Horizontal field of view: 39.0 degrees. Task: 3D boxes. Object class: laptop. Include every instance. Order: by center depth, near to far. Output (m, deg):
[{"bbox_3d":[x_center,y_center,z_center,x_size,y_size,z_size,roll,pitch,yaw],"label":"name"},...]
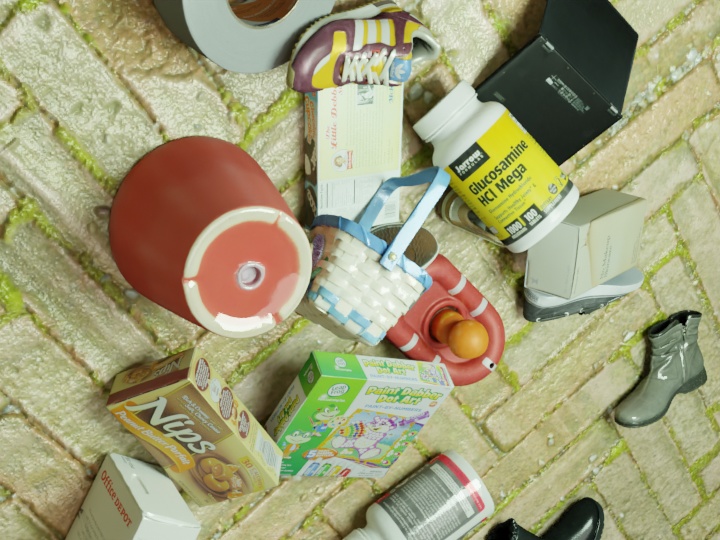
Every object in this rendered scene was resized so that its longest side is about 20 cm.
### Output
[{"bbox_3d":[0.253,-0.264,1.326,0.200,0.116,0.187,-39,128,24],"label":"laptop"}]

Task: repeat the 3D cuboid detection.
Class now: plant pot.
[{"bbox_3d":[-0.150,-0.025,1.087,0.199,0.177,0.202,-12,116,-26],"label":"plant pot"}]

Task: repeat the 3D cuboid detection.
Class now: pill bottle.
[{"bbox_3d":[0.160,-0.128,1.228,0.112,0.112,0.200,-44,95,-7],"label":"pill bottle"},{"bbox_3d":[0.078,0.348,1.409,0.199,0.111,0.111,-34,122,-15],"label":"pill bottle"}]

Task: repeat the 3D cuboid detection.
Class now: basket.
[{"bbox_3d":[0.014,-0.024,1.122,0.139,0.176,0.201,39,77,-13],"label":"basket"}]

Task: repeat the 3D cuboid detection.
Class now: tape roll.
[{"bbox_3d":[-0.112,-0.307,1.030,0.199,0.066,0.201,-27,136,-30],"label":"tape roll"}]

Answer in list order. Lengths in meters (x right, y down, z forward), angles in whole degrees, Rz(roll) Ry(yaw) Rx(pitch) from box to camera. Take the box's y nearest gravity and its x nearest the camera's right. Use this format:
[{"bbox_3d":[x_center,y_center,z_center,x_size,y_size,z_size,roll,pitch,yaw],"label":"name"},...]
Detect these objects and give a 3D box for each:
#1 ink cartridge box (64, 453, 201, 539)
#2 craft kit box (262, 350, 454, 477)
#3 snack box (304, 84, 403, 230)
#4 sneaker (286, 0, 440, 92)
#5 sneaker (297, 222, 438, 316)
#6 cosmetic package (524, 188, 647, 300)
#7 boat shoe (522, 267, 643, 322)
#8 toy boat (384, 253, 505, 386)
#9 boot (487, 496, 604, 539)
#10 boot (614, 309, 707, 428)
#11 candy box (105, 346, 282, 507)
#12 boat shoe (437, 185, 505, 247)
[{"bbox_3d":[-0.280,0.337,1.175,0.082,0.146,0.201,23,97,-35],"label":"ink cartridge box"},{"bbox_3d":[-0.012,0.187,1.285,0.199,0.049,0.198,8,128,-32],"label":"craft kit box"},{"bbox_3d":[-0.008,-0.148,1.203,0.115,0.037,0.202,-11,115,-28],"label":"snack box"},{"bbox_3d":[0.007,-0.234,1.105,0.200,0.090,0.075,-37,156,-37],"label":"sneaker"},{"bbox_3d":[0.000,0.000,1.252,0.199,0.085,0.073,-21,78,-21],"label":"sneaker"},{"bbox_3d":[0.305,-0.039,1.367,0.199,0.073,0.104,-22,122,-48],"label":"cosmetic package"},{"bbox_3d":[0.315,0.036,1.452,0.199,0.070,0.067,-13,133,-29],"label":"boat shoe"},{"bbox_3d":[0.118,0.076,1.310,0.131,0.131,0.200,-50,125,-3],"label":"toy boat"},{"bbox_3d":[0.276,0.424,1.582,0.162,0.073,0.199,29,94,-32],"label":"boot"},{"bbox_3d":[0.461,0.148,1.586,0.199,0.068,0.131,-29,117,-26],"label":"boot"},{"bbox_3d":[-0.190,0.188,1.192,0.115,0.055,0.201,-20,125,19],"label":"candy box"},{"bbox_3d":[0.196,-0.059,1.334,0.199,0.076,0.072,7,106,-32],"label":"boat shoe"}]
